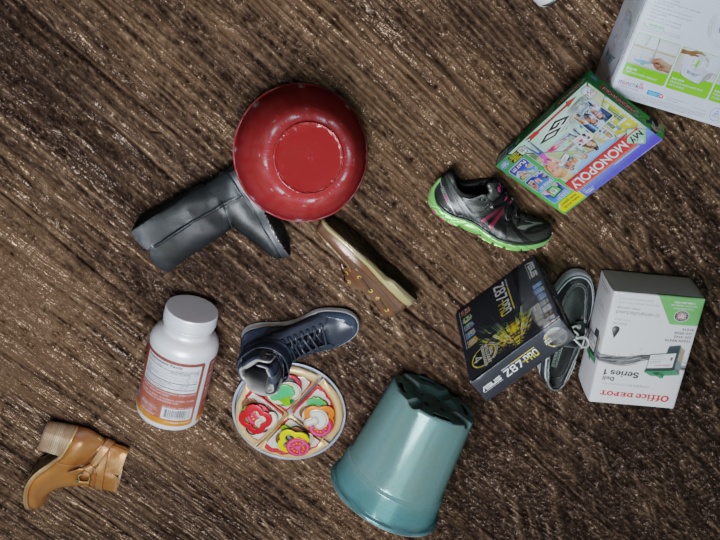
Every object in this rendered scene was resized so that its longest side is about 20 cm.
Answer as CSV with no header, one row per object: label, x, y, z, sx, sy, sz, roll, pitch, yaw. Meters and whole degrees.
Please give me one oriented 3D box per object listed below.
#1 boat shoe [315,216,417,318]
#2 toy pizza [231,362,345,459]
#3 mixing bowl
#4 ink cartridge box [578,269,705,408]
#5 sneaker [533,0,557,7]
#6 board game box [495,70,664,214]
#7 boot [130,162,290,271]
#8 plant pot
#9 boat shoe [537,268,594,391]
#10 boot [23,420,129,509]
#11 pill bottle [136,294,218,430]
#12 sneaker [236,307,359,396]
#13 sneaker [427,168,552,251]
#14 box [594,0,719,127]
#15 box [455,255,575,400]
boat shoe,0.000,0.000,1.253,0.067,0.072,0.200,-41,110,17
toy pizza,-0.124,0.249,1.395,0.197,0.032,0.203,1,115,2
mixing bowl,-0.078,-0.161,1.132,0.197,0.108,0.203,-2,101,-10
ink cartridge box,0.440,0.111,1.284,0.144,0.085,0.203,4,115,0
sneaker,0.269,-0.449,1.036,0.115,0.076,0.200,40,111,-12
board game box,0.302,-0.173,1.137,0.134,0.029,0.200,33,141,-11
boot,-0.227,-0.050,1.239,0.198,0.066,0.166,-29,103,11
plant pot,0.079,0.291,1.330,0.198,0.201,0.198,24,106,-9
boat shoe,0.327,0.098,1.290,0.073,0.068,0.202,13,115,-5
boot,-0.506,0.367,1.442,0.153,0.074,0.201,21,117,-12
pill bottle,-0.291,0.146,1.309,0.111,0.112,0.202,16,114,-6
sneaker,-0.099,0.129,1.277,0.200,0.147,0.078,-13,113,6
sneaker,0.199,-0.090,1.203,0.198,0.077,0.084,20,118,-9
box,0.444,-0.303,1.085,0.197,0.097,0.178,14,114,-5
box,0.225,0.081,1.213,0.161,0.201,0.049,-37,111,18
